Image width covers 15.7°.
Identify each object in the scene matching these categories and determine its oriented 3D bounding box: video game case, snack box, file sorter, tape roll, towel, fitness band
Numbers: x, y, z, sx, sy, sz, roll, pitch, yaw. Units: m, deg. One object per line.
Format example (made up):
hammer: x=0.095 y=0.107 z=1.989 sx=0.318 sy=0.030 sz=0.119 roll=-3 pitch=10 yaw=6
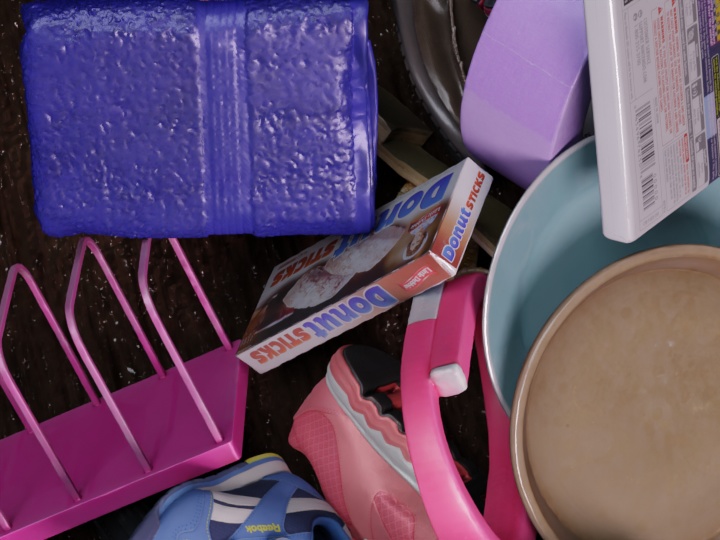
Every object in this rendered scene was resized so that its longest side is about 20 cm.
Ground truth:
video game case: x=0.181 y=-0.141 z=1.414 sx=0.023 sy=0.182 sz=0.201 roll=14 pitch=123 yaw=37
snack box: x=0.000 y=0.000 z=1.518 sx=0.200 sy=0.024 sz=0.072 roll=-28 pitch=31 yaw=49
file sorter: x=-0.183 y=0.067 z=1.543 sx=0.199 sy=0.139 sz=0.126 roll=-23 pitch=112 yaw=9
tape roll: x=0.142 y=-0.135 z=1.494 sx=0.066 sy=0.200 sz=0.201 roll=33 pitch=87 yaw=21
towel: x=-0.089 y=-0.090 z=1.479 sx=0.199 sy=0.050 sz=0.148 roll=-1 pitch=116 yaw=0
fitness band: x=0.066 y=0.086 z=1.458 sx=0.037 sy=0.144 sz=0.200 roll=-15 pitch=27 yaw=17

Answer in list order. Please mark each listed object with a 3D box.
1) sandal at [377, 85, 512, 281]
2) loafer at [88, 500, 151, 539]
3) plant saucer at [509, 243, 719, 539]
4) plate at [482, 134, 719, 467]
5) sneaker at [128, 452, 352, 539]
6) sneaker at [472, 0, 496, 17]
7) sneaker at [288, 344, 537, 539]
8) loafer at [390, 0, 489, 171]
sandal: x=0.042 y=-0.028 z=1.576 sx=0.212 sy=0.077 sz=0.070 roll=47 pitch=112 yaw=27
loafer: x=-0.118 y=0.199 z=1.532 sx=0.070 sy=0.068 sz=0.201 roll=-38 pitch=50 yaw=-7
plant saucer: x=0.172 y=0.082 z=1.463 sx=0.199 sy=0.029 sz=0.201 roll=-4 pitch=101 yaw=-19
plate: x=0.148 y=0.016 z=1.481 sx=0.026 sy=0.200 sz=0.201 roll=18 pitch=79 yaw=58
sneaker: x=-0.072 y=0.162 z=1.462 sx=0.082 sy=0.200 sz=0.074 roll=37 pitch=120 yaw=18
sneaker: x=0.112 y=-0.217 z=1.590 sx=0.080 sy=0.075 sz=0.201 roll=-4 pitch=54 yaw=32
sneaker: x=0.031 y=0.142 z=1.535 sx=0.087 sy=0.074 sz=0.200 roll=-45 pitch=70 yaw=28
loafer: x=0.058 y=-0.152 z=1.585 sx=0.071 sy=0.073 sz=0.201 roll=-19 pitch=65 yaw=7
